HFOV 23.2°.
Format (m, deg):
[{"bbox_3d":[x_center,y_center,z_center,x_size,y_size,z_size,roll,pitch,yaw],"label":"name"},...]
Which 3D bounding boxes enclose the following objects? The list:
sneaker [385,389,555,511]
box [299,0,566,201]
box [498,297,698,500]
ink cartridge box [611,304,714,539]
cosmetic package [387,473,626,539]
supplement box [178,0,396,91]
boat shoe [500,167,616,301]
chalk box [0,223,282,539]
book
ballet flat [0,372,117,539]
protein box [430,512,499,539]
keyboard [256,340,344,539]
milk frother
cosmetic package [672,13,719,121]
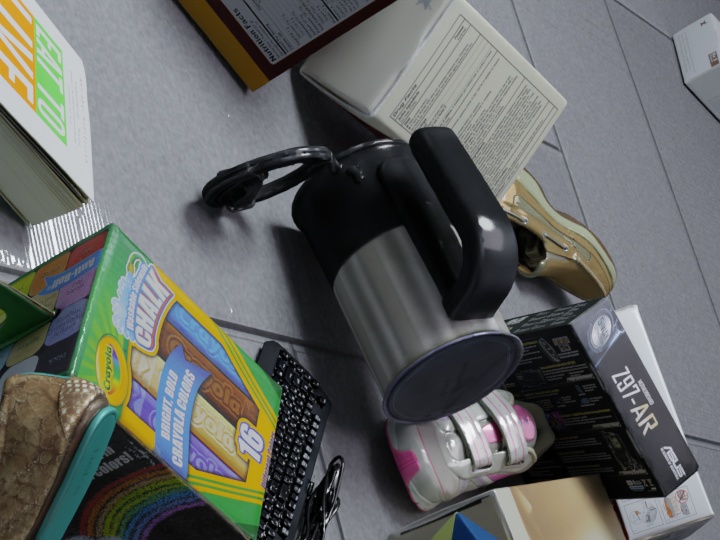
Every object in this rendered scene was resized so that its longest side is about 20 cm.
[{"bbox_3d":[0.090,0.133,1.395,0.200,0.088,0.082,-9,73,-62],"label":"sneaker"},{"bbox_3d":[0.066,-0.159,1.525,0.109,0.128,0.200,36,0,43],"label":"box"},{"bbox_3d":[0.173,0.113,1.458,0.043,0.200,0.161,-32,96,-26],"label":"box"},{"bbox_3d":[0.239,0.157,1.611,0.176,0.083,0.202,88,-15,-73],"label":"ink cartridge box"},{"bbox_3d":[0.118,0.212,1.360,0.200,0.105,0.072,5,61,-61],"label":"cosmetic package"},{"bbox_3d":[-0.034,-0.286,1.423,0.133,0.199,0.198,50,29,-21],"label":"supplement box"},{"bbox_3d":[0.176,-0.021,1.725,0.200,0.071,0.077,40,49,-26],"label":"boat shoe"},{"bbox_3d":[-0.156,0.071,0.975,0.200,0.124,0.124,48,30,-29],"label":"chalk box"},{"bbox_3d":[-0.232,-0.140,1.062,0.200,0.048,0.134,54,23,-48],"label":"book"},{"bbox_3d":[-0.186,0.142,0.870,0.065,0.201,0.071,23,-3,10],"label":"ballet flat"},{"bbox_3d":[0.120,0.303,1.164,0.200,0.135,0.199,38,7,-40],"label":"protein box"},{"bbox_3d":[-0.044,0.134,1.210,0.104,0.039,0.201,50,30,-23],"label":"keyboard"},{"bbox_3d":[0.000,0.000,1.299,0.198,0.181,0.189,-15,59,-19],"label":"milk frother"},{"bbox_3d":[0.544,-0.278,2.590,0.200,0.074,0.102,35,38,-40],"label":"cosmetic package"}]
